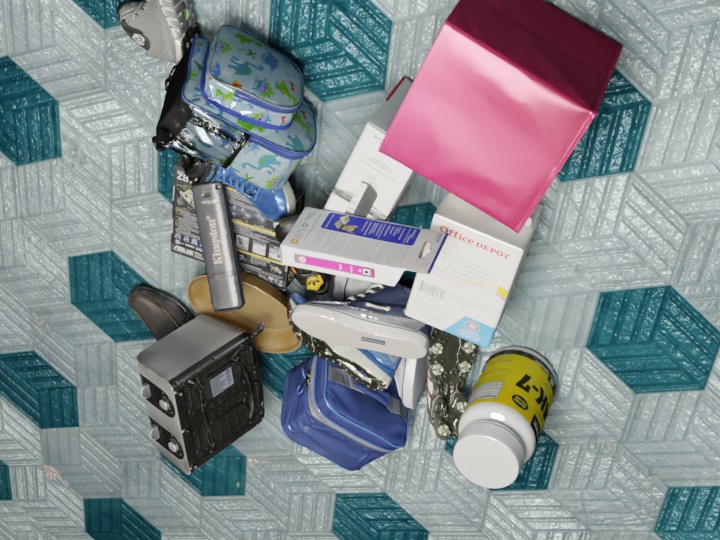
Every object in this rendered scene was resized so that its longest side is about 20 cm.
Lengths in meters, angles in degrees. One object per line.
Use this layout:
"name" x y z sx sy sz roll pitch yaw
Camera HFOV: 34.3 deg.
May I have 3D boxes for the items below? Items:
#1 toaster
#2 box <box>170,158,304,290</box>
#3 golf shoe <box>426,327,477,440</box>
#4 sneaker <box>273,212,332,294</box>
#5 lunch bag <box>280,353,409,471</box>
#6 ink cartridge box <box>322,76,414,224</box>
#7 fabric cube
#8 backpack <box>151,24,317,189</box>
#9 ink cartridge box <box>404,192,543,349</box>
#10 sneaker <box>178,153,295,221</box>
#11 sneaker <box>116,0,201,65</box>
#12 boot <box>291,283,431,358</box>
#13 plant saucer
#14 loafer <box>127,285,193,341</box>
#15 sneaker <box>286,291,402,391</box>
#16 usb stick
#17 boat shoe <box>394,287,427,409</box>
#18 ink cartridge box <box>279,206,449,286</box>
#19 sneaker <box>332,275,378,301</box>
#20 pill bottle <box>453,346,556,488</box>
"toaster" -0.242 0.182 1.813 0.118 0.200 0.182 23 132 37
"box" -0.189 -0.072 1.760 0.198 0.049 0.162 18 129 13
"golf shoe" 0.124 0.150 1.744 0.076 0.088 0.202 0 102 -15
"sneaker" -0.071 -0.021 1.650 0.069 0.200 0.091 -13 76 5
"lunch bag" -0.021 0.202 1.787 0.199 0.137 0.132 32 132 -31
"ink cartridge box" 0.028 -0.133 1.555 0.083 0.145 0.201 32 130 1
"fabric cube" 0.170 -0.209 1.405 0.198 0.200 0.197 29 129 1
"backpack" -0.153 -0.213 1.557 0.199 0.184 0.147 28 126 -22
"ink cartridge box" 0.158 -0.024 1.581 0.128 0.125 0.201 23 127 9
"sneaker" -0.184 -0.133 1.634 0.200 0.111 0.077 52 134 16
"sneaker" -0.287 -0.373 1.589 0.115 0.075 0.201 12 127 20
"boot" 0.007 0.059 1.657 0.198 0.091 0.073 15 149 -1
"plant saucer" -0.174 0.057 1.818 0.199 0.036 0.201 19 149 12
"loafer" -0.306 0.104 1.917 0.200 0.072 0.073 38 129 -3
"sneaker" -0.023 0.090 1.717 0.199 0.089 0.079 35 154 10
"usb stick" -0.208 -0.038 1.707 0.055 0.033 0.202 -5 100 23
"boat shoe" 0.064 0.114 1.760 0.065 0.074 0.202 10 115 23
"ink cartridge box" 0.005 -0.029 1.483 0.198 0.095 0.037 9 127 16
"sneaker" 0.000 0.000 1.686 0.070 0.074 0.200 9 158 0
"pill bottle" 0.206 0.210 1.667 0.113 0.200 0.115 12 127 17
